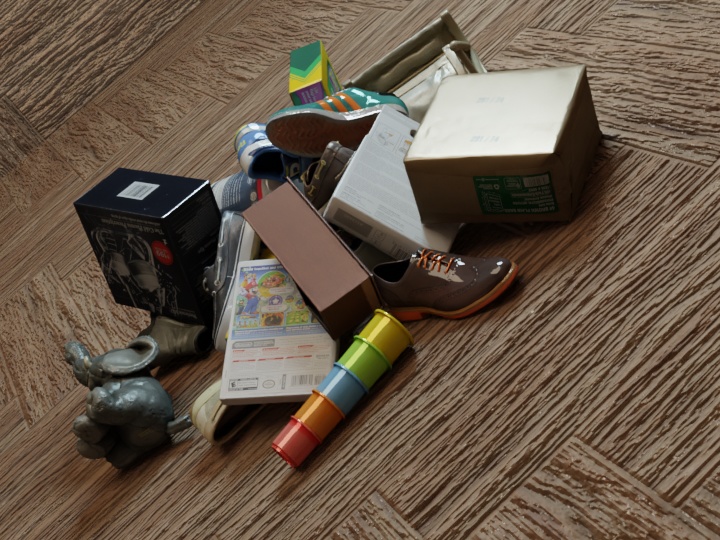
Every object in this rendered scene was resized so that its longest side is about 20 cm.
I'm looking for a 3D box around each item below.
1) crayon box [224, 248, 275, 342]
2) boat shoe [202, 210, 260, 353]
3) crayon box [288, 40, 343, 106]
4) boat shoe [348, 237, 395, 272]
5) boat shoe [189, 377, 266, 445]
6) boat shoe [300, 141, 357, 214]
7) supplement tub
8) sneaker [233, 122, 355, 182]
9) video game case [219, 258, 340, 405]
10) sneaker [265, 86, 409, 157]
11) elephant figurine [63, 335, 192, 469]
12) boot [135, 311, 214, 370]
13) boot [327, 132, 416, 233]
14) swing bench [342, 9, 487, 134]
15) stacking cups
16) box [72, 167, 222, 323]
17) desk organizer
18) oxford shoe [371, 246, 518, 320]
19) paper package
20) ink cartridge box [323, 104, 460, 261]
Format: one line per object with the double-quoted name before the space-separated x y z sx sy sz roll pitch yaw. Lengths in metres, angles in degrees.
"crayon box" -0.099 0.029 1.724 0.118 0.058 0.201 -24 29 30
"boat shoe" -0.188 0.014 1.771 0.072 0.067 0.202 56 -135 -79
"crayon box" -0.046 -0.218 1.892 0.058 0.201 0.173 -19 28 9
"boat shoe" 0.000 0.000 1.650 0.200 0.072 0.063 -52 1 -24
"boat shoe" -0.123 0.136 1.574 0.200 0.072 0.065 -43 37 -8
"boat shoe" -0.045 -0.124 1.712 0.072 0.059 0.200 -53 6 -17
"supplement tub" -0.153 -0.083 1.892 0.199 0.141 0.141 -20 31 36
"sneaker" -0.077 -0.160 1.771 0.198 0.074 0.083 -5 39 -4
"video game case" -0.093 0.070 1.558 0.142 0.018 0.202 -4 55 13
"sneaker" -0.033 -0.206 1.731 0.198 0.072 0.080 -4 36 -7
"elephant figurine" -0.319 0.154 1.720 0.142 0.154 0.201 -51 26 30
"boot" -0.252 0.070 1.887 0.130 0.068 0.201 -16 34 22
"boot" 0.003 -0.087 1.715 0.188 0.069 0.200 -24 19 49
"swing bench" 0.088 -0.259 1.876 0.198 0.130 0.200 -34 20 14
"stacking cups" -0.024 0.134 1.440 0.200 0.061 0.060 -47 26 -16
"box" -0.291 -0.038 1.844 0.199 0.183 0.104 10 41 39
"desk organizer" -0.060 -0.015 1.554 0.077 0.072 0.200 -35 54 -9
"oxford shoe" 0.093 0.009 1.473 0.199 0.073 0.071 -14 33 42
"paper package" 0.173 -0.151 1.535 0.198 0.104 0.191 0 43 27
"ink cartridge box" 0.059 -0.103 1.606 0.050 0.160 0.201 -58 4 45
